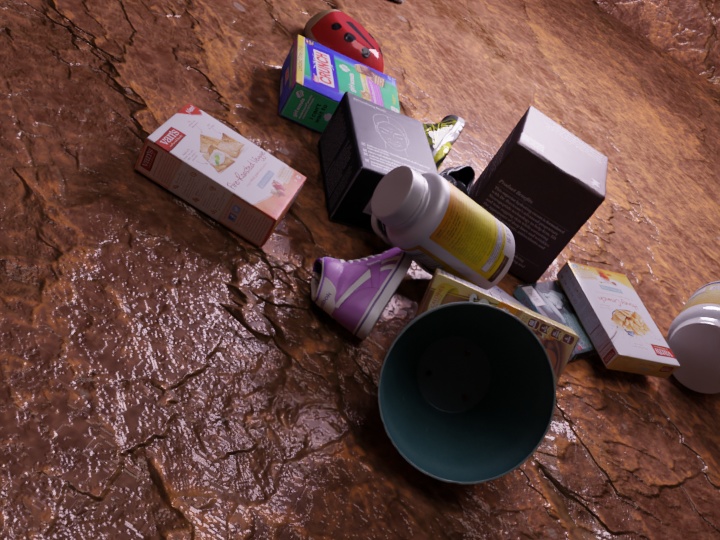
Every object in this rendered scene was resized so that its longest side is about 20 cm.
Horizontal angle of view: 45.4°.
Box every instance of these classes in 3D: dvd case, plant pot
[{"bbox_3d":[0.352,0.074,1.400,0.199,0.022,0.147,-6,51,-45],"label":"dvd case"},{"bbox_3d":[0.117,0.134,1.014,0.199,0.201,0.135,33,1,-1],"label":"plant pot"}]

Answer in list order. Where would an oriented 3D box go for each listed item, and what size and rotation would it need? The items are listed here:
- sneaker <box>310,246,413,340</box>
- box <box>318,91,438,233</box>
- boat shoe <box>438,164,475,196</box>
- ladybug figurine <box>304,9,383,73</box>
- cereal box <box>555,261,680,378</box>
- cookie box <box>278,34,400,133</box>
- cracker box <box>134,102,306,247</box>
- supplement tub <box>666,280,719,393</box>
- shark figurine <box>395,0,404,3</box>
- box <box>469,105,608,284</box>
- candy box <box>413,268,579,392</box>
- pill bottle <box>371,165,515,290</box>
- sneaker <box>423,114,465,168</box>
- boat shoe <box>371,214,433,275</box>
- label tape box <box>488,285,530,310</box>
[{"bbox_3d":[0.000,0.000,1.156,0.114,0.073,0.201,31,33,5],"label":"sneaker"},{"bbox_3d":[0.028,-0.159,1.333,0.147,0.107,0.201,17,39,-24],"label":"box"},{"bbox_3d":[0.148,-0.125,1.410,0.075,0.066,0.199,65,28,-10],"label":"boat shoe"},{"bbox_3d":[-0.024,-0.430,1.645,0.200,0.072,0.135,48,36,18],"label":"ladybug figurine"},{"bbox_3d":[0.415,0.079,1.392,0.143,0.040,0.201,11,41,-31],"label":"cereal box"},{"bbox_3d":[-0.035,-0.299,1.476,0.198,0.075,0.172,20,38,-19],"label":"cookie box"},{"bbox_3d":[-0.186,-0.132,1.168,0.199,0.058,0.134,31,34,-4],"label":"cracker box"},{"bbox_3d":[0.602,0.112,1.453,0.144,0.145,0.199,44,36,14],"label":"supplement tub"},{"bbox_3d":[0.012,-0.697,1.997,0.214,0.090,0.128,43,1,-1],"label":"shark figurine"},{"bbox_3d":[0.281,-0.123,1.419,0.165,0.201,0.165,33,34,-2],"label":"box"},{"bbox_3d":[0.164,0.092,1.107,0.198,0.117,0.055,24,7,0],"label":"candy box"},{"bbox_3d":[0.109,-0.057,1.157,0.199,0.109,0.110,32,30,-33],"label":"pill bottle"},{"bbox_3d":[0.129,-0.242,1.544,0.084,0.075,0.200,32,35,-1],"label":"sneaker"},{"bbox_3d":[0.106,-0.040,1.260,0.198,0.060,0.077,22,76,-30],"label":"boat shoe"},{"bbox_3d":[0.207,0.081,1.232,0.143,0.066,0.200,35,36,0],"label":"label tape box"}]
